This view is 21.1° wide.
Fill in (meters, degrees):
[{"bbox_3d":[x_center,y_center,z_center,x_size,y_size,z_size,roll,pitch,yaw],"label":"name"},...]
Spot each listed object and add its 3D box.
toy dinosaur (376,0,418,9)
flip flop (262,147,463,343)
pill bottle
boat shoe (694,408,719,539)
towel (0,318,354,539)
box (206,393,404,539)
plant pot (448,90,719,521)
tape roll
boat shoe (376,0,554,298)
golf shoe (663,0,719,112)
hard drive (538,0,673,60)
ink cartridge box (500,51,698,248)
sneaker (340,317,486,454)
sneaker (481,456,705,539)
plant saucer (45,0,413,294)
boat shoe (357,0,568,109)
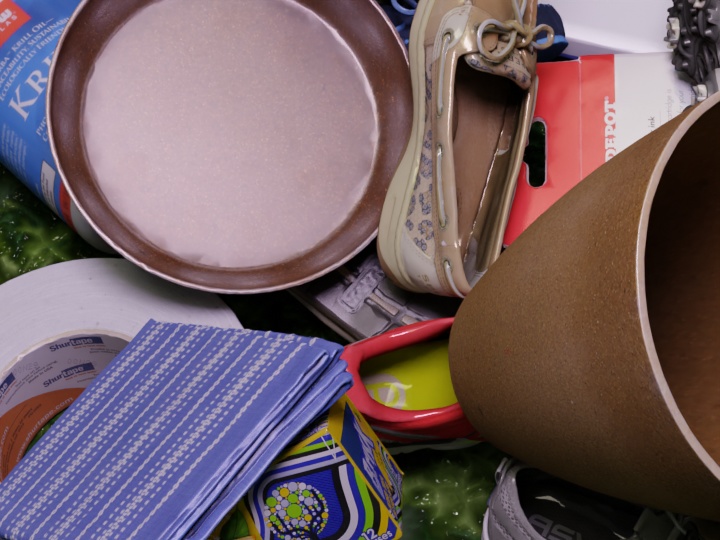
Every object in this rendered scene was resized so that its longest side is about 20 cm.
[{"bbox_3d":[0.046,-0.158,1.170,0.200,0.048,0.088,18,55,17],"label":"toy dinosaur"},{"bbox_3d":[0.000,0.000,1.069,0.200,0.058,0.081,42,77,14],"label":"flip flop"},{"bbox_3d":[-0.177,-0.107,1.135,0.112,0.112,0.200,-41,59,-17],"label":"pill bottle"},{"bbox_3d":[0.222,0.066,0.932,0.072,0.066,0.201,-9,39,42],"label":"boat shoe"},{"bbox_3d":[-0.096,0.083,0.906,0.145,0.024,0.200,-48,24,-20],"label":"towel"},{"bbox_3d":[-0.079,0.134,0.896,0.200,0.064,0.070,-33,13,11],"label":"box"},{"bbox_3d":[0.132,0.027,0.861,0.200,0.186,0.187,-16,38,57],"label":"plant pot"},{"bbox_3d":[-0.143,0.092,1.024,0.200,0.066,0.201,-5,55,7],"label":"tape roll"},{"bbox_3d":[0.064,-0.084,1.006,0.063,0.073,0.201,12,93,54],"label":"boat shoe"},{"bbox_3d":[0.206,-0.117,1.005,0.088,0.077,0.201,4,71,-7],"label":"golf shoe"},{"bbox_3d":[0.194,-0.168,1.140,0.199,0.025,0.132,14,60,8],"label":"hard drive"},{"bbox_3d":[0.178,-0.054,1.050,0.199,0.067,0.116,-1,68,9],"label":"ink cartridge box"},{"bbox_3d":[0.073,0.054,0.980,0.199,0.085,0.077,-11,76,-11],"label":"sneaker"},{"bbox_3d":[0.147,0.144,0.925,0.200,0.082,0.075,14,60,19],"label":"sneaker"},{"bbox_3d":[-0.068,-0.081,1.035,0.200,0.034,0.201,2,75,-8],"label":"plant saucer"},{"bbox_3d":[0.016,-0.122,1.099,0.200,0.084,0.069,-16,80,14],"label":"boat shoe"}]
